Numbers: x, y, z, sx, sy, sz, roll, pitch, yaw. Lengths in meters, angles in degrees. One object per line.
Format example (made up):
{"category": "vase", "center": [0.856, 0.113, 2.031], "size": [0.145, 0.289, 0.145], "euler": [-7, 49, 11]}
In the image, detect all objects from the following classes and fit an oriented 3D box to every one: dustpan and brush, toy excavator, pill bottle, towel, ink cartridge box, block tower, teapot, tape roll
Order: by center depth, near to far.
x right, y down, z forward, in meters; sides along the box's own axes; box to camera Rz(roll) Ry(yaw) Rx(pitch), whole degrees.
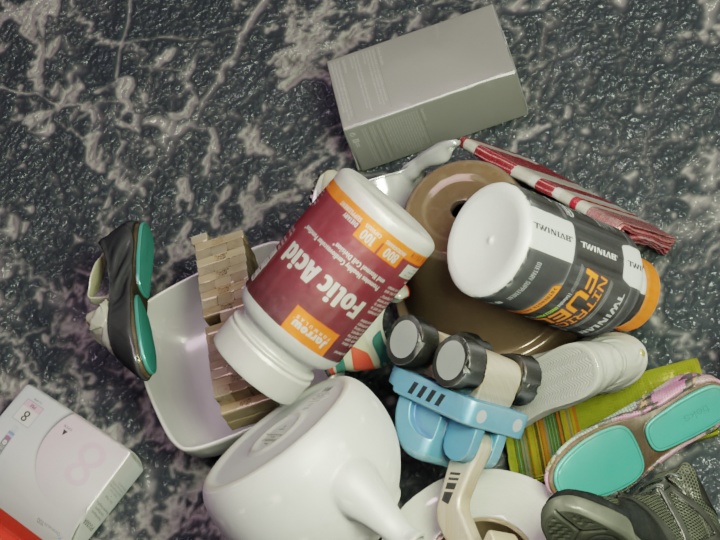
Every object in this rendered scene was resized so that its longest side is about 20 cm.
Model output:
{"category": "toy excavator", "center": [0.090, 0.162, 1.423], "size": [0.194, 0.100, 0.201], "euler": [22, 94, 49]}
{"category": "teapot", "center": [-0.036, 0.202, 1.436], "size": [0.197, 0.146, 0.200], "euler": [-32, 12, 20]}
{"category": "tape roll", "center": [0.113, 0.283, 1.437], "size": [0.201, 0.071, 0.203], "euler": [-8, 58, 13]}
{"category": "pill bottle", "center": [0.182, -0.003, 1.438], "size": [0.106, 0.199, 0.107], "euler": [-24, 58, 44]}
{"category": "pill bottle", "center": [-0.036, 0.016, 1.452], "size": [0.200, 0.114, 0.114], "euler": [-50, 56, 8]}
{"category": "towel", "center": [0.233, 0.143, 1.517], "size": [0.199, 0.018, 0.086], "euler": [-16, 57, 8]}
{"category": "block tower", "center": [-0.123, 0.052, 1.579], "size": [0.058, 0.054, 0.201], "euler": [-17, 57, 6]}
{"category": "towel", "center": [0.205, -0.074, 1.591], "size": [0.200, 0.144, 0.023], "euler": [32, 101, 32]}
{"category": "dustpan and brush", "center": [0.035, -0.082, 1.599], "size": [0.200, 0.139, 0.058], "euler": [-16, 85, 48]}
{"category": "ink cartridge box", "center": [-0.341, 0.235, 1.631], "size": [0.162, 0.057, 0.200], "euler": [27, 66, 30]}

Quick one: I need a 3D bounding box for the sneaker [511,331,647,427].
{"category": "sneaker", "center": [0.177, 0.109, 1.514], "size": [0.199, 0.115, 0.074], "euler": [-19, 82, 42]}

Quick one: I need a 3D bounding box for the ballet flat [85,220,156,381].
{"category": "ballet flat", "center": [-0.243, 0.035, 1.621], "size": [0.073, 0.073, 0.201], "euler": [-15, 50, 9]}

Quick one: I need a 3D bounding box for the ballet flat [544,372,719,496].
{"category": "ballet flat", "center": [0.245, 0.152, 1.458], "size": [0.199, 0.069, 0.071], "euler": [-28, 14, -15]}

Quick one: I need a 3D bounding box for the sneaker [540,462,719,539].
{"category": "sneaker", "center": [0.237, 0.213, 1.390], "size": [0.076, 0.199, 0.115], "euler": [-47, 30, 42]}

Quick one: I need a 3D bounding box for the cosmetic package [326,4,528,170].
{"category": "cosmetic package", "center": [0.073, -0.199, 1.743], "size": [0.199, 0.090, 0.107], "euler": [-15, 56, 5]}

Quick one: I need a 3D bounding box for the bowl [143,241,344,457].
{"category": "bowl", "center": [-0.118, 0.090, 1.631], "size": [0.199, 0.075, 0.201], "euler": [-26, 54, 1]}

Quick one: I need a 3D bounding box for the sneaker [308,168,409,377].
{"category": "sneaker", "center": [0.000, 0.000, 1.544], "size": [0.093, 0.070, 0.201], "euler": [-4, 84, 2]}

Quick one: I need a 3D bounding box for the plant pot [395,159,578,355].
{"category": "plant pot", "center": [0.118, -0.014, 1.557], "size": [0.199, 0.175, 0.201], "euler": [-8, 58, 12]}
